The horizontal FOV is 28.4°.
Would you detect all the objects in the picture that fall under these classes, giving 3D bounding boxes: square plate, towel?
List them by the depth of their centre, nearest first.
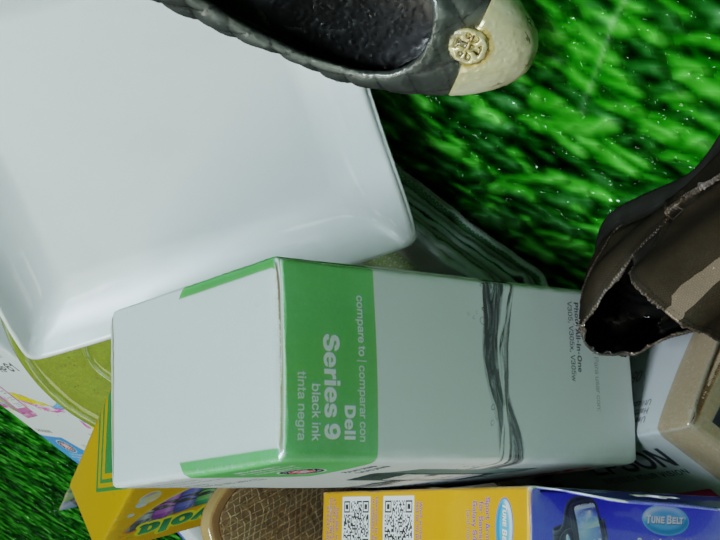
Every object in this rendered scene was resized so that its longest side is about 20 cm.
[{"bbox_3d":[-0.092,-0.062,0.624,0.199,0.029,0.199,-17,130,3],"label":"square plate"},{"bbox_3d":[0.000,0.000,0.785,0.149,0.031,0.200,36,155,-10],"label":"towel"}]

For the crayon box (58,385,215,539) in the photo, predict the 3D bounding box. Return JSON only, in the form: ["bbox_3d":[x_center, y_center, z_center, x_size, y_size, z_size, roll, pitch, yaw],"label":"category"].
[{"bbox_3d":[-0.087,0.095,0.814,0.052,0.125,0.200,61,143,25],"label":"crayon box"}]

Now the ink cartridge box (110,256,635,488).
[{"bbox_3d":[0.007,0.054,0.651,0.199,0.085,0.146,6,165,-36],"label":"ink cartridge box"}]

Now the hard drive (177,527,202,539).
[{"bbox_3d":[-0.074,0.162,1.045,0.025,0.132,0.200,14,151,28],"label":"hard drive"}]

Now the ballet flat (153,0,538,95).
[{"bbox_3d":[-0.027,-0.105,0.536,0.199,0.057,0.067,16,114,-10],"label":"ballet flat"}]

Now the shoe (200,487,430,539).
[{"bbox_3d":[-0.003,0.112,0.787,0.053,0.199,0.070,-34,80,59],"label":"shoe"}]

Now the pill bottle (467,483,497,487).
[{"bbox_3d":[0.054,0.164,0.933,0.112,0.112,0.200,19,153,23],"label":"pill bottle"}]

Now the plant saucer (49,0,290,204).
[{"bbox_3d":[-0.141,-0.106,0.686,0.199,0.048,0.200,14,147,43],"label":"plant saucer"}]

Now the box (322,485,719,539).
[{"bbox_3d":[0.080,0.125,0.681,0.118,0.042,0.200,8,170,-30],"label":"box"}]

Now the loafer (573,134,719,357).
[{"bbox_3d":[0.149,-0.005,0.561,0.073,0.072,0.200,32,155,-5],"label":"loafer"}]

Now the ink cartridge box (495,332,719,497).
[{"bbox_3d":[0.174,0.105,0.736,0.164,0.075,0.200,36,156,-15],"label":"ink cartridge box"}]

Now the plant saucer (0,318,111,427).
[{"bbox_3d":[-0.142,0.045,0.884,0.199,0.031,0.201,12,133,13],"label":"plant saucer"}]

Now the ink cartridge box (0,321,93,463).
[{"bbox_3d":[-0.240,0.065,1.106,0.200,0.085,0.144,45,152,-25],"label":"ink cartridge box"}]
